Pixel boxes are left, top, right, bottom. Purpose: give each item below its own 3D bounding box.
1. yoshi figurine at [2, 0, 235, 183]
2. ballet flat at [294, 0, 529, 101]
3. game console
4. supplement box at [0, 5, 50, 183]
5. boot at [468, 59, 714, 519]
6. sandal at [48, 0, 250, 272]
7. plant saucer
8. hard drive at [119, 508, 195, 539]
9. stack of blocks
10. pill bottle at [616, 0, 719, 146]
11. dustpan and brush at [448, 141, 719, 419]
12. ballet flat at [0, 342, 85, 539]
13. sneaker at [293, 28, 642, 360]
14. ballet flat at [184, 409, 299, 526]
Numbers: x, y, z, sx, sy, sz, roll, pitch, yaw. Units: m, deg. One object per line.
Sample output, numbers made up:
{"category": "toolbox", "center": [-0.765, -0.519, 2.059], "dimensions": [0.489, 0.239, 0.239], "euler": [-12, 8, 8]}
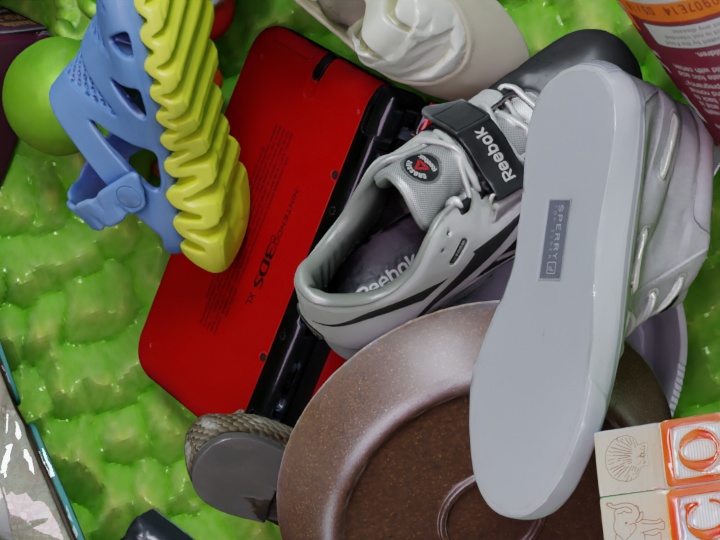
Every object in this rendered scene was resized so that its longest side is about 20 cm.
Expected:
{"category": "yoshi figurine", "center": [-0.127, -0.135, 0.980], "dimensions": [0.111, 0.112, 0.202], "euler": [22, 104, 30]}
{"category": "ballet flat", "center": [-0.004, -0.132, 0.892], "dimensions": [0.199, 0.070, 0.070], "euler": [36, 105, -15]}
{"category": "game console", "center": [0.000, 0.000, 0.994], "dimensions": [0.172, 0.118, 0.201], "euler": [33, 105, 43]}
{"category": "supplement box", "center": [-0.288, -0.117, 1.011], "dimensions": [0.199, 0.131, 0.104], "euler": [24, 103, 14]}
{"category": "boot", "center": [0.113, 0.014, 0.851], "dimensions": [0.073, 0.095, 0.202], "euler": [11, 89, 48]}
{"category": "sandal", "center": [-0.109, -0.082, 0.903], "dimensions": [0.086, 0.080, 0.201], "euler": [3, 128, 12]}
{"category": "plant saucer", "center": [0.060, 0.109, 0.916], "dimensions": [0.198, 0.035, 0.202], "euler": [-5, 118, -10]}
{"category": "hard drive", "center": [-0.073, 0.243, 1.031], "dimensions": [0.199, 0.033, 0.140], "euler": [35, 104, 11]}
{"category": "stack of blocks", "center": [0.184, 0.118, 0.853], "dimensions": [0.114, 0.200, 0.059], "euler": [-11, 66, 18]}
{"category": "pill bottle", "center": [0.193, -0.099, 0.832], "dimensions": [0.114, 0.115, 0.200], "euler": [-31, 126, 17]}
{"category": "dustpan and brush", "center": [0.118, 0.008, 0.928], "dimensions": [0.139, 0.057, 0.201], "euler": [32, 92, -9]}
{"category": "ballet flat", "center": [-0.205, 0.089, 1.036], "dimensions": [0.062, 0.067, 0.201], "euler": [-21, 81, -15]}
{"category": "sneaker", "center": [0.050, -0.039, 0.879], "dimensions": [0.200, 0.088, 0.074], "euler": [-46, 68, 1]}
{"category": "ballet flat", "center": [-0.004, 0.119, 0.955], "dimensions": [0.199, 0.046, 0.068], "euler": [28, 108, -26]}
